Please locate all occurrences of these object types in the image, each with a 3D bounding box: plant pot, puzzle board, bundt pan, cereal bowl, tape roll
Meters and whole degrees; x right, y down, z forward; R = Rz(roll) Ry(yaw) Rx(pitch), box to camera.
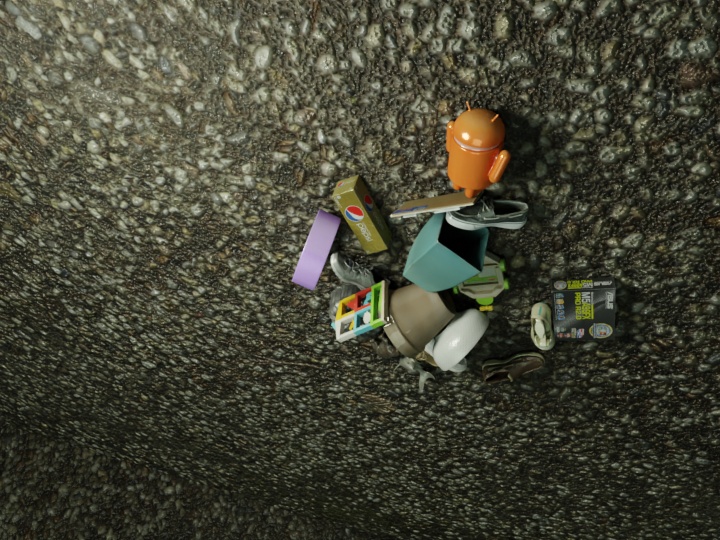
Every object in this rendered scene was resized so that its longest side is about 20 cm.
[{"bbox_3d":[0.168,0.114,1.568,0.172,0.202,0.200,-33,119,20],"label":"plant pot"},{"bbox_3d":[0.203,-0.041,1.422,0.140,0.143,0.200,32,141,-15],"label":"plant pot"},{"bbox_3d":[0.182,-0.155,1.309,0.195,0.151,0.018,-7,106,24],"label":"puzzle board"},{"bbox_3d":[-0.010,0.134,1.707,0.197,0.077,0.205,9,135,9],"label":"bundt pan"},{"bbox_3d":[0.271,0.183,1.584,0.083,0.200,0.201,41,135,2],"label":"cereal bowl"},{"bbox_3d":[-0.115,-0.054,1.464,0.064,0.203,0.202,22,137,-4],"label":"tape roll"}]

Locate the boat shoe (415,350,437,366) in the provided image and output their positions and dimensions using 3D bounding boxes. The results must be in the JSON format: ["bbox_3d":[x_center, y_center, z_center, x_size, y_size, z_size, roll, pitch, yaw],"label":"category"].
[{"bbox_3d":[0.188,0.253,1.766,0.199,0.065,0.071,38,133,-19],"label":"boat shoe"}]

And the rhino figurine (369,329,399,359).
[{"bbox_3d":[0.072,0.240,1.763,0.088,0.060,0.200,50,160,0],"label":"rhino figurine"}]

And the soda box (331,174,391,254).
[{"bbox_3d":[0.007,-0.141,1.438,0.066,0.065,0.202,-13,129,28],"label":"soda box"}]

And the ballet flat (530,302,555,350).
[{"bbox_3d":[0.515,0.178,1.583,0.068,0.070,0.202,-5,132,23],"label":"ballet flat"}]

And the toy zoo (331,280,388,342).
[{"bbox_3d":[-0.006,0.120,1.563,0.197,0.134,0.020,-25,134,31],"label":"toy zoo"}]

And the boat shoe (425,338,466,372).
[{"bbox_3d":[0.265,0.241,1.734,0.199,0.073,0.068,40,133,-9],"label":"boat shoe"}]

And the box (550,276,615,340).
[{"bbox_3d":[0.599,0.107,1.500,0.156,0.045,0.203,-2,133,21],"label":"box"}]

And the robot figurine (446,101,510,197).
[{"bbox_3d":[0.250,-0.258,1.202,0.113,0.146,0.203,-3,135,-2],"label":"robot figurine"}]

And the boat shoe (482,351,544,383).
[{"bbox_3d":[0.472,0.310,1.721,0.199,0.076,0.075,-21,125,33],"label":"boat shoe"}]

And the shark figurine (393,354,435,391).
[{"bbox_3d":[0.153,0.315,1.818,0.089,0.129,0.215,-40,146,2],"label":"shark figurine"}]

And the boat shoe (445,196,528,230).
[{"bbox_3d":[0.302,-0.145,1.324,0.194,0.073,0.072,-1,143,-3],"label":"boat shoe"}]

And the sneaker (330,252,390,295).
[{"bbox_3d":[0.000,0.000,1.584,0.198,0.076,0.082,32,130,-30],"label":"sneaker"}]

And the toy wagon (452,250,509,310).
[{"bbox_3d":[0.326,0.030,1.518,0.151,0.040,0.202,-5,133,22],"label":"toy wagon"}]
